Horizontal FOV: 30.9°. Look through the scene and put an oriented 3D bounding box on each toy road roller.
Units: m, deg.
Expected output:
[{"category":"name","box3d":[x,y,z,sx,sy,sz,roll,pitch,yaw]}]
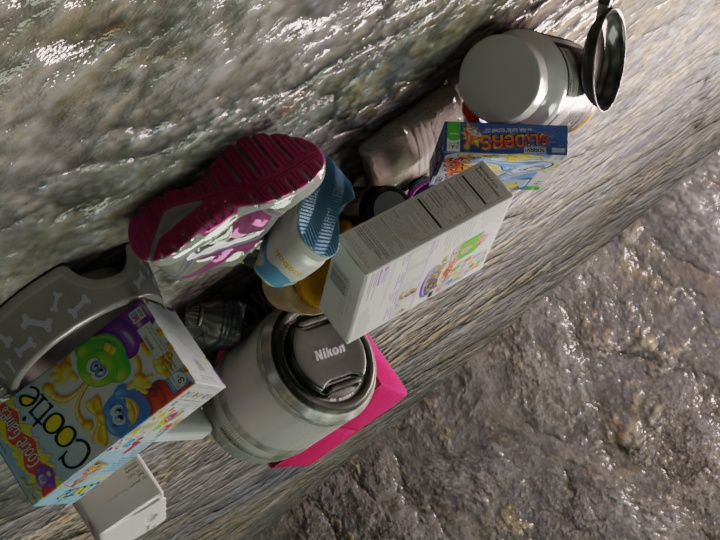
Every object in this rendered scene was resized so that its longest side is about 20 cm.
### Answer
[{"category":"toy road roller","box3d":[0.000,0.000,1.519,0.200,0.146,0.123,-43,-163,-15]}]

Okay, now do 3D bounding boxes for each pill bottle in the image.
[{"category":"pill bottle","box3d":[0.191,-0.210,1.466,0.116,0.117,0.200,-42,165,24]}]

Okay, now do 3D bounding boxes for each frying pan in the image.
[{"category":"frying pan","box3d":[0.264,-0.262,1.429,0.115,0.031,0.191,-57,145,-38]}]

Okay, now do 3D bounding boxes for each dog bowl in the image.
[{"category":"dog bowl","box3d":[-0.285,0.057,1.307,0.200,0.059,0.200,-34,168,-8]}]

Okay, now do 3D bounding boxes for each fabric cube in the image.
[{"category":"fabric cube","box3d":[-0.079,0.150,1.861,0.200,0.197,0.199,-37,168,5]}]

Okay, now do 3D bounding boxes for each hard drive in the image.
[{"category":"hard drive","box3d":[-0.249,0.140,1.527,0.027,0.132,0.200,-37,167,6]}]

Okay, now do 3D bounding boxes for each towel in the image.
[{"category":"towel","box3d":[0.061,-0.145,1.545,0.132,0.035,0.200,-36,167,-3]}]

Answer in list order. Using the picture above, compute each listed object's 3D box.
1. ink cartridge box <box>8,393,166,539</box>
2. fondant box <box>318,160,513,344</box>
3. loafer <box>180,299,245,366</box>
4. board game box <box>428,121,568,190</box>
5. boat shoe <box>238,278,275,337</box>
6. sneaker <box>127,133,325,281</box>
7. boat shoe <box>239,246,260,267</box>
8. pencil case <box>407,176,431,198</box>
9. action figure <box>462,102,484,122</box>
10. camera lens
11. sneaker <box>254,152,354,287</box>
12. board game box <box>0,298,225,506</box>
[{"category":"ink cartridge box","box3d":[-0.306,0.207,1.465,0.084,0.200,0.145,-32,166,-18]},{"category":"fondant box","box3d":[0.058,-0.019,1.405,0.199,0.058,0.145,-27,156,-25]},{"category":"loafer","box3d":[-0.204,0.077,1.609,0.072,0.073,0.200,13,153,-19]},{"category":"board game box","box3d":[0.151,-0.127,1.472,0.135,0.035,0.200,2,173,0]},{"category":"boat shoe","box3d":[-0.119,0.045,1.664,0.091,0.071,0.200,-30,167,-31]},{"category":"sneaker","box3d":[-0.121,-0.058,1.251,0.199,0.082,0.088,-28,152,-1]},{"category":"boat shoe","box3d":[-0.117,-0.032,1.390,0.063,0.074,0.201,-48,169,15]},{"category":"pencil case","box3d":[0.102,-0.080,1.674,0.200,0.092,0.086,-52,157,-83]},{"category":"action figure","box3d":[0.186,-0.169,1.655,0.065,0.099,0.200,-36,170,9]},{"category":"camera lens","box3d":[-0.088,0.137,1.602,0.160,0.160,0.200,-24,170,-42]},{"category":"sneaker","box3d":[-0.061,-0.059,1.333,0.081,0.077,0.200,-37,-161,27]},{"category":"board game box","box3d":[-0.253,0.132,1.293,0.200,0.103,0.105,-37,168,3]}]
